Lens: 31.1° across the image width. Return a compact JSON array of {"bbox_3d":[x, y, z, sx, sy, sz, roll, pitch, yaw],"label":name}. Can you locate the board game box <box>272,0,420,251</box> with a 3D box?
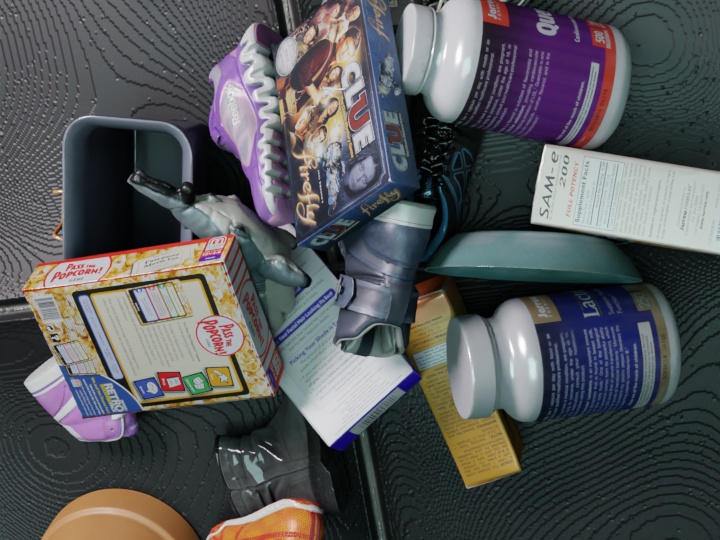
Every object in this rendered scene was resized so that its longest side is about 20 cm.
[{"bbox_3d":[-0.017,-0.137,1.135,0.135,0.034,0.202,-32,59,44],"label":"board game box"}]

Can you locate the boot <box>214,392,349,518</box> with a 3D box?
[{"bbox_3d":[-0.094,0.169,1.335,0.130,0.070,0.202,-7,100,17],"label":"boot"}]

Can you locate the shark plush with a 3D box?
[{"bbox_3d":[-0.126,-0.017,1.163,0.083,0.091,0.200,-43,130,12],"label":"shark plush"}]

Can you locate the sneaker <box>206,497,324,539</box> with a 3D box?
[{"bbox_3d":[-0.109,0.295,1.336,0.072,0.078,0.200,21,144,-26],"label":"sneaker"}]

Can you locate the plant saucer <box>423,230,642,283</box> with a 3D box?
[{"bbox_3d":[0.157,-0.012,1.177,0.198,0.200,0.036,3,87,9],"label":"plant saucer"}]

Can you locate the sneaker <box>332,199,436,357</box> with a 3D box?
[{"bbox_3d":[-0.001,0.000,1.194,0.076,0.202,0.148,6,96,-20],"label":"sneaker"}]

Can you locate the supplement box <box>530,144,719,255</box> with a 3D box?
[{"bbox_3d":[0.256,-0.062,1.168,0.198,0.126,0.074,10,95,8],"label":"supplement box"}]

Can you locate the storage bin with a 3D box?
[{"bbox_3d":[-0.214,-0.057,1.255,0.144,0.134,0.202,6,106,8],"label":"storage bin"}]

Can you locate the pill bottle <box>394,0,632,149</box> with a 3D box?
[{"bbox_3d":[0.131,-0.178,1.144,0.198,0.113,0.114,9,108,-14],"label":"pill bottle"}]

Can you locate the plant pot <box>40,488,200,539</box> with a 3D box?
[{"bbox_3d":[-0.271,0.355,1.379,0.198,0.140,0.202,3,107,9],"label":"plant pot"}]

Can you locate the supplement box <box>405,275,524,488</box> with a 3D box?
[{"bbox_3d":[0.097,0.110,1.282,0.068,0.067,0.202,-23,100,15],"label":"supplement box"}]

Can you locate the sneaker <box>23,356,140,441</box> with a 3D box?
[{"bbox_3d":[-0.243,0.107,1.345,0.200,0.073,0.115,-32,102,27],"label":"sneaker"}]

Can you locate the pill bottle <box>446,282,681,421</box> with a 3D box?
[{"bbox_3d":[0.185,0.079,1.201,0.198,0.116,0.117,-7,106,-11],"label":"pill bottle"}]

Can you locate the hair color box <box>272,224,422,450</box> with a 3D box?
[{"bbox_3d":[-0.046,0.062,1.250,0.109,0.065,0.200,-41,75,1],"label":"hair color box"}]

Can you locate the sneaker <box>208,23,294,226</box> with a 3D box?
[{"bbox_3d":[-0.099,-0.128,1.220,0.088,0.080,0.202,-23,65,27],"label":"sneaker"}]

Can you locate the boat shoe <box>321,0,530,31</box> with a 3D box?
[{"bbox_3d":[0.062,-0.248,1.188,0.198,0.064,0.072,-7,104,12],"label":"boat shoe"}]

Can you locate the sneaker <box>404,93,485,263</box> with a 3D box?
[{"bbox_3d":[0.077,-0.103,1.217,0.072,0.082,0.202,6,106,9],"label":"sneaker"}]

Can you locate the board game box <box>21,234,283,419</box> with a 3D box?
[{"bbox_3d":[-0.186,0.055,1.181,0.198,0.046,0.153,-7,122,16],"label":"board game box"}]
